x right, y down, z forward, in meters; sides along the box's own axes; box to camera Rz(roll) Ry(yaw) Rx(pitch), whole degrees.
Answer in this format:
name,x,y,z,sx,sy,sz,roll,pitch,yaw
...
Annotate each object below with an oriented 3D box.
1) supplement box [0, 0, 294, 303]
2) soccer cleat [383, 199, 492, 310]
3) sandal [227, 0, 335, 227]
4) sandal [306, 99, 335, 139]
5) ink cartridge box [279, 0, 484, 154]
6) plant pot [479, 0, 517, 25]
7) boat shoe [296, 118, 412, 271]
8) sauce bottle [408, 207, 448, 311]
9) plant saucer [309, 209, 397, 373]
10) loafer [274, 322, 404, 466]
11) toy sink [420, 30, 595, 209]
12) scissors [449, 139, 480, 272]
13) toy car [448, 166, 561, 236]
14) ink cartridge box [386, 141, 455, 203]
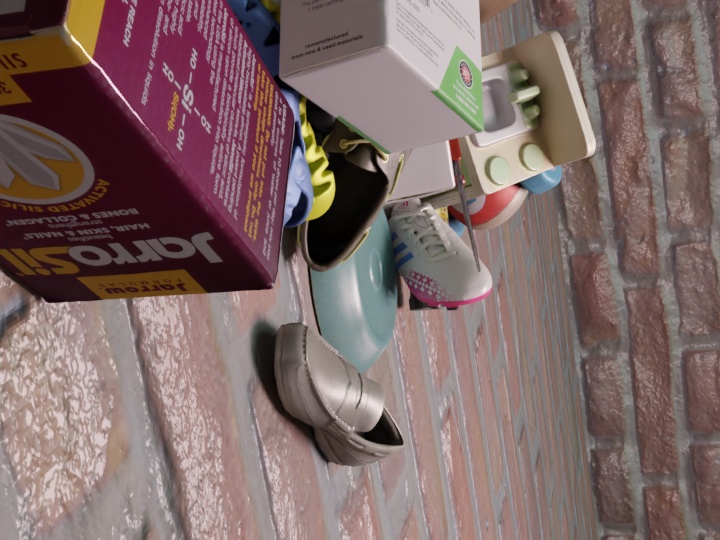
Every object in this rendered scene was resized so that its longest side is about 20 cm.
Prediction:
name,x,y,z,sx,sy,sz,roll,pitch,yaw
supplement box,-0.123,-0.074,0.481,0.200,0.130,0.104,55,34,-59
soccer cleat,0.062,-0.025,1.117,0.200,0.069,0.087,36,-36,62
sandal,-0.076,-0.101,0.760,0.087,0.079,0.201,-54,134,-43
sandal,-0.048,-0.150,0.924,0.200,0.042,0.077,47,32,-70
ink cartridge box,0.018,-0.203,0.775,0.146,0.083,0.202,27,57,-54
plant pot,0.102,-0.330,1.164,0.200,0.173,0.202,158,-90,-84
boat shoe,0.003,-0.090,0.891,0.060,0.071,0.203,-83,-164,-63
sauce bottle,0.068,-0.057,1.261,0.066,0.065,0.202,4,79,-74
plant saucer,0.000,0.000,1.056,0.200,0.036,0.202,-6,90,-74
loafer,-0.015,0.099,0.903,0.200,0.069,0.071,59,29,-56
toy sink,0.119,-0.145,1.149,0.111,0.199,0.132,-23,96,-32
scissors,0.082,-0.092,0.979,0.074,0.014,0.201,85,-2,-46
toy car,0.109,-0.163,1.344,0.199,0.184,0.178,36,43,-29
ink cartridge box,0.025,-0.156,1.019,0.200,0.084,0.147,-106,-175,-72
